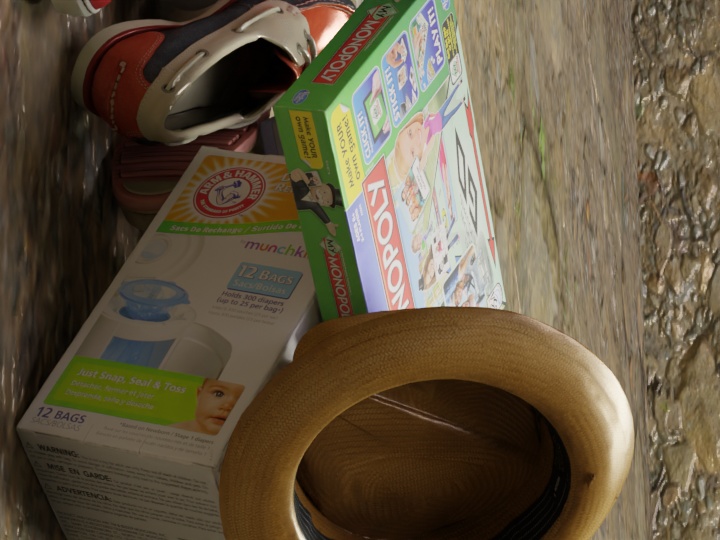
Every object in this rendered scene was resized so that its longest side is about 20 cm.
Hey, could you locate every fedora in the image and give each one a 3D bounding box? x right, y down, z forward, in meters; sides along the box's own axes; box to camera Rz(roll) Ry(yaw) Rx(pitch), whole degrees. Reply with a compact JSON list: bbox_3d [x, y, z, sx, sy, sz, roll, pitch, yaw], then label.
[{"bbox_3d":[0.024,0.075,1.096,0.082,0.199,0.201,-114,-175,-49],"label":"fedora"}]

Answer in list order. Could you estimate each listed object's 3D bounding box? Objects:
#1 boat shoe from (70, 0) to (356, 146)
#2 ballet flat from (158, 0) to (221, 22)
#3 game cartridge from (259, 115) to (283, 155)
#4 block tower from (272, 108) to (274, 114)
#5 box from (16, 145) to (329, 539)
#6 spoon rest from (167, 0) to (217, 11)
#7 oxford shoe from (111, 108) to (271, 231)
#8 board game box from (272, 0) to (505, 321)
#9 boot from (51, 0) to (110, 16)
[{"bbox_3d":[-0.061,-0.108,1.265,0.199,0.062,0.072,-21,128,-48],"label":"boat shoe"},{"bbox_3d":[-0.084,-0.156,1.390,0.200,0.069,0.070,-58,140,-72],"label":"ballet flat"},{"bbox_3d":[0.000,0.000,1.348,0.129,0.038,0.201,-28,110,-53],"label":"game cartridge"},{"bbox_3d":[0.015,-0.046,1.492,0.200,0.058,0.054,51,-20,40],"label":"block tower"},{"bbox_3d":[-0.060,0.046,1.171,0.200,0.112,0.102,-59,146,-37],"label":"box"},{"bbox_3d":[-0.093,-0.222,1.345,0.099,0.061,0.201,27,49,-25],"label":"spoon rest"},{"bbox_3d":[-0.084,-0.048,1.315,0.200,0.070,0.074,-53,144,-67],"label":"oxford shoe"},{"bbox_3d":[0.018,-0.027,1.154,0.135,0.029,0.201,-55,142,-45],"label":"board game box"},{"bbox_3d":[-0.082,-0.204,1.215,0.201,0.143,0.073,-79,159,-48],"label":"boot"}]
